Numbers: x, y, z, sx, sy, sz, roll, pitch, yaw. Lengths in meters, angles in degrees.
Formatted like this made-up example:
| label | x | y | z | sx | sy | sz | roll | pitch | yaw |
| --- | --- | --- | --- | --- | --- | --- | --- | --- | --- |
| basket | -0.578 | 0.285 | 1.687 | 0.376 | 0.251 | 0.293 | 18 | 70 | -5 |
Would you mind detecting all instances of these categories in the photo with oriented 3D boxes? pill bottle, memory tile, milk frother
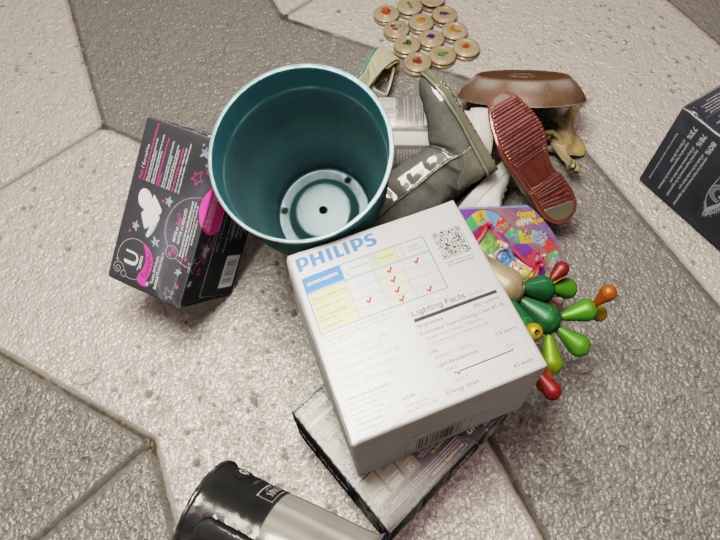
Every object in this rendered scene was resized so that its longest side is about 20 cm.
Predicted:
| label | x | y | z | sx | sy | sz | roll | pitch | yaw |
| --- | --- | --- | --- | --- | --- | --- | --- | --- | --- |
| pill bottle | 0.095 | -0.203 | 0.859 | 0.196 | 0.111 | 0.113 | 1 | 59 | 2 |
| memory tile | 0.121 | -0.445 | 1.057 | 0.151 | 0.017 | 0.202 | -19 | 60 | -10 |
| milk frother | -0.099 | 0.324 | 0.541 | 0.185 | 0.180 | 0.204 | 17 | 100 | 18 |

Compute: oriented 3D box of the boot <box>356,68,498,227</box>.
| label | x | y | z | sx | sy | sz | roll | pitch | yaw |
| --- | --- | --- | --- | --- | --- | --- | --- | --- | --- |
| boot | 0.067 | -0.145 | 0.784 | 0.198 | 0.073 | 0.183 | -33 | 92 | 14 |

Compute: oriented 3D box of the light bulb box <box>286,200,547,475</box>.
| label | x | y | z | sx | sy | sz | roll | pitch | yaw |
| --- | --- | --- | --- | --- | --- | --- | --- | --- | --- |
| light bulb box | 0.048 | 0.067 | 0.589 | 0.195 | 0.126 | 0.202 | -19 | 61 | -9 |

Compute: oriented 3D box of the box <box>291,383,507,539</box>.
| label | x | y | z | sx | sy | sz | roll | pitch | yaw |
| --- | --- | --- | --- | --- | --- | --- | --- | --- | --- |
| box | 0.049 | 0.168 | 0.653 | 0.199 | 0.087 | 0.164 | -39 | 65 | -20 |

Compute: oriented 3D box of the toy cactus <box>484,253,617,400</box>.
| label | x | y | z | sx | sy | sz | roll | pitch | yaw |
| --- | --- | --- | --- | --- | --- | --- | --- | --- | --- |
| toy cactus | 0.198 | 0.039 | 0.650 | 0.164 | 0.103 | 0.200 | 38 | 51 | 8 |

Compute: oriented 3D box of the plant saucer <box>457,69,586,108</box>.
| label | x | y | z | sx | sy | sz | roll | pitch | yaw |
| --- | --- | --- | --- | --- | --- | --- | --- | --- | --- |
| plant saucer | 0.251 | -0.287 | 0.889 | 0.196 | 0.037 | 0.201 | -1 | 26 | 0 |

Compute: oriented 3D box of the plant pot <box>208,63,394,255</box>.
| label | x | y | z | sx | sy | sz | roll | pitch | yaw |
| --- | --- | --- | --- | --- | --- | --- | --- | --- | --- |
| plant pot | -0.054 | -0.102 | 0.680 | 0.196 | 0.188 | 0.204 | -1 | 75 | 5 |

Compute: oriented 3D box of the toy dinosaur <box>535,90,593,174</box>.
| label | x | y | z | sx | sy | sz | roll | pitch | yaw |
| --- | --- | --- | --- | --- | --- | --- | --- | --- | --- |
| toy dinosaur | 0.318 | -0.223 | 0.911 | 0.100 | 0.058 | 0.202 | 23 | 55 | -5 |

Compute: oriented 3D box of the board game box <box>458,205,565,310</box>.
| label | x | y | z | sx | sy | sz | roll | pitch | yaw |
| --- | --- | --- | --- | --- | --- | --- | --- | --- | --- |
| board game box | 0.192 | -0.014 | 0.740 | 0.196 | 0.039 | 0.161 | -3 | 77 | -18 |

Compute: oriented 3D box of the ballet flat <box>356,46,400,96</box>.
| label | x | y | z | sx | sy | sz | roll | pitch | yaw |
| --- | --- | --- | --- | --- | --- | --- | --- | --- | --- |
| ballet flat | 0.010 | -0.300 | 0.950 | 0.068 | 0.070 | 0.202 | 22 | 61 | 14 |

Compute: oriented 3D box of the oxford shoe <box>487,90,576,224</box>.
| label | x | y | z | sx | sy | sz | roll | pitch | yaw |
| --- | --- | --- | --- | --- | --- | --- | --- | --- | --- |
| oxford shoe | 0.233 | -0.156 | 0.813 | 0.069 | 0.075 | 0.203 | -25 | 91 | 3 |

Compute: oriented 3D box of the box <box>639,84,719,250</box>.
| label | x | y | z | sx | sy | sz | roll | pitch | yaw |
| --- | --- | --- | --- | --- | --- | --- | --- | --- | --- |
| box | 0.519 | -0.131 | 0.787 | 0.103 | 0.149 | 0.201 | -28 | 63 | -16 |

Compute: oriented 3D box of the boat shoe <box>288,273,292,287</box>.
| label | x | y | z | sx | sy | sz | roll | pitch | yaw |
| --- | --- | --- | --- | --- | --- | --- | --- | --- | --- |
| boat shoe | 0.000 | 0.000 | 0.763 | 0.196 | 0.072 | 0.063 | 7 | 61 | 8 |

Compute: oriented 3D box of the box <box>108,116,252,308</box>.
| label | x | y | z | sx | sy | sz | roll | pitch | yaw |
| --- | --- | --- | --- | --- | --- | --- | --- | --- | --- |
| box | -0.215 | -0.074 | 0.727 | 0.113 | 0.132 | 0.203 | 22 | 100 | 13 |

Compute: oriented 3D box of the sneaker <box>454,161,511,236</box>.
| label | x | y | z | sx | sy | sz | roll | pitch | yaw |
| --- | --- | --- | --- | --- | --- | --- | --- | --- | --- |
| sneaker | 0.174 | -0.076 | 0.819 | 0.085 | 0.073 | 0.200 | 45 | 63 | -5 |

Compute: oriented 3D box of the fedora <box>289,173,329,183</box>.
| label | x | y | z | sx | sy | sz | roll | pitch | yaw |
| --- | --- | --- | --- | --- | --- | --- | --- | --- | --- |
| fedora | -0.102 | -0.190 | 0.866 | 0.199 | 0.091 | 0.177 | 39 | 68 | 14 |
